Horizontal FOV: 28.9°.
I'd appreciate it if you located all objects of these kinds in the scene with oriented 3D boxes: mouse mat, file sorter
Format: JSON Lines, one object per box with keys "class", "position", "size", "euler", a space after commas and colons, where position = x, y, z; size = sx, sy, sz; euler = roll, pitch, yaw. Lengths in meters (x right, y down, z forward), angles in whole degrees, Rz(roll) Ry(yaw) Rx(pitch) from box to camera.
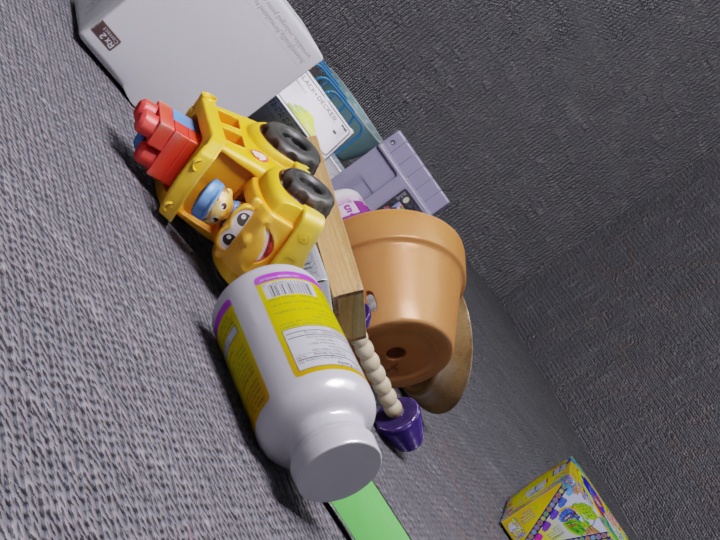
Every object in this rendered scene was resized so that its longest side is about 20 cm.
{"class": "mouse mat", "position": [0.003, 0.225, 1.307], "size": [0.161, 0.008, 0.200], "euler": [56, 7, 9]}
{"class": "file sorter", "position": [-0.096, -0.307, 2.524], "size": [0.139, 0.122, 0.200], "euler": [46, 12, -44]}

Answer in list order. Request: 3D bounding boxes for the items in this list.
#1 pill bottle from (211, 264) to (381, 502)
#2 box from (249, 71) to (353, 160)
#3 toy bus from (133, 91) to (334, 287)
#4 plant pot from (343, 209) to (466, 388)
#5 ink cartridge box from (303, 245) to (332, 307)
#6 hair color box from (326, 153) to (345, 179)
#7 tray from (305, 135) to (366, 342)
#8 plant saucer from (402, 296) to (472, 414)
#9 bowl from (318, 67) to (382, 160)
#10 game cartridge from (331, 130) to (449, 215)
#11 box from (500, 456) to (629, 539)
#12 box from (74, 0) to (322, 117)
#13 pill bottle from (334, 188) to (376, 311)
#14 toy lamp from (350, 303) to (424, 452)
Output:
{"class": "pill bottle", "position": [-0.051, 0.095, 1.173], "size": [0.104, 0.104, 0.201], "euler": [46, 12, -47]}
{"class": "box", "position": [-0.107, -0.190, 1.817], "size": [0.117, 0.060, 0.200], "euler": [53, -28, -16]}
{"class": "toy bus", "position": [-0.139, -0.085, 1.353], "size": [0.191, 0.136, 0.200], "euler": [29, 22, -28]}
{"class": "plant pot", "position": [0.035, 0.044, 1.652], "size": [0.200, 0.199, 0.141], "euler": [47, 27, -45]}
{"class": "ink cartridge box", "position": [-0.056, 0.046, 1.471], "size": [0.200, 0.040, 0.201], "euler": [-113, -169, -58]}
{"class": "hair color box", "position": [-0.027, -0.063, 1.995], "size": [0.201, 0.099, 0.061], "euler": [55, 7, 1]}
{"class": "tray", "position": [-0.036, -0.033, 1.479], "size": [0.099, 0.037, 0.201], "euler": [87, -11, -58]}
{"class": "plant saucer", "position": [0.083, 0.093, 1.869], "size": [0.035, 0.201, 0.201], "euler": [-2, 43, -28]}
{"class": "bowl", "position": [-0.046, -0.305, 2.875], "size": [0.201, 0.105, 0.201], "euler": [53, 8, -11]}
{"class": "game cartridge", "position": [0.011, -0.085, 1.943], "size": [0.130, 0.199, 0.038], "euler": [54, 3, 5]}
{"class": "box", "position": [0.308, 0.393, 2.013], "size": [0.193, 0.122, 0.200], "euler": [56, 8, 4]}
{"class": "box", "position": [-0.183, -0.271, 1.563], "size": [0.199, 0.199, 0.131], "euler": [50, 8, -32]}
{"class": "pill bottle", "position": [0.000, 0.000, 1.845], "size": [0.201, 0.112, 0.112], "euler": [57, 8, 21]}
{"class": "toy lamp", "position": [0.023, 0.125, 1.573], "size": [0.058, 0.058, 0.201], "euler": [-114, 180, -55]}
